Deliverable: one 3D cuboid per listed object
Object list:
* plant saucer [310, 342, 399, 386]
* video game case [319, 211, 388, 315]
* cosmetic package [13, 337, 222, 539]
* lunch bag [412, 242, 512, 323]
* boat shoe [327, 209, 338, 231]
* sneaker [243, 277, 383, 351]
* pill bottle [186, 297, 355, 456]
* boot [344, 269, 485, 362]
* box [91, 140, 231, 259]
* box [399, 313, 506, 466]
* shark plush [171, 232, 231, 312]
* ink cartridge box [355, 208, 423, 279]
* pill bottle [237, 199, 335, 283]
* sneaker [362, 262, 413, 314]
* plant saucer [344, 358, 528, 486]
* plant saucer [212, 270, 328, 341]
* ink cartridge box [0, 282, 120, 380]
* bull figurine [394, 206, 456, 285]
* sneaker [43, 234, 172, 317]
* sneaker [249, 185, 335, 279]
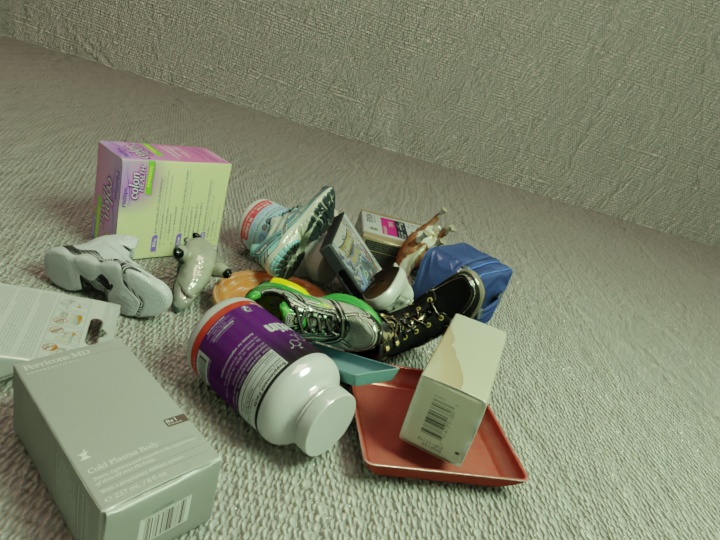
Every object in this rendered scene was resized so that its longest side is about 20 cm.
[{"bbox_3d":[-0.039,0.119,0.696,0.070,0.019,0.200,0,4,-37],"label":"plant saucer"},{"bbox_3d":[0.000,0.000,0.949,0.181,0.025,0.200,56,15,-15],"label":"video game case"},{"bbox_3d":[-0.227,0.155,0.485,0.200,0.091,0.107,35,31,31],"label":"cosmetic package"},{"bbox_3d":[0.193,0.035,1.001,0.132,0.136,0.200,29,25,30],"label":"lunch bag"},{"bbox_3d":[-0.077,-0.099,1.228,0.059,0.072,0.200,5,20,-12],"label":"boat shoe"},{"bbox_3d":[-0.067,0.069,0.722,0.199,0.078,0.085,13,14,12],"label":"sneaker"},{"bbox_3d":[-0.103,0.121,0.618,0.200,0.113,0.112,31,26,31],"label":"pill bottle"},{"bbox_3d":[0.076,0.074,0.784,0.150,0.200,0.073,-12,70,-41],"label":"boot"},{"bbox_3d":[-0.350,-0.124,0.944,0.097,0.177,0.200,32,27,35],"label":"box"},{"bbox_3d":[0.123,0.138,0.670,0.077,0.095,0.200,22,21,14],"label":"box"},{"bbox_3d":[-0.279,-0.014,0.861,0.091,0.083,0.200,21,17,-35],"label":"shark plush"},{"bbox_3d":[0.071,-0.064,1.239,0.164,0.075,0.200,15,23,-8],"label":"ink cartridge box"},{"bbox_3d":[-0.131,-0.054,1.023,0.200,0.109,0.109,27,24,27],"label":"pill bottle"},{"bbox_3d":[0.059,0.042,0.870,0.085,0.073,0.200,58,13,-4],"label":"sneaker"},{"bbox_3d":[0.081,0.194,0.676,0.199,0.037,0.200,12,22,-14],"label":"plant saucer"},{"bbox_3d":[-0.135,0.060,0.845,0.199,0.038,0.200,14,23,-6],"label":"plant saucer"},{"bbox_3d":[-0.399,0.076,0.625,0.199,0.050,0.162,16,20,-25],"label":"ink cartridge box"},{"bbox_3d":[0.121,-0.045,1.064,0.065,0.121,0.200,42,39,-6],"label":"bull figurine"},{"bbox_3d":[-0.345,-0.001,0.788,0.199,0.075,0.115,17,24,11],"label":"sneaker"},{"bbox_3d":[-0.117,-0.082,0.927,0.086,0.078,0.200,26,63,19],"label":"sneaker"}]
